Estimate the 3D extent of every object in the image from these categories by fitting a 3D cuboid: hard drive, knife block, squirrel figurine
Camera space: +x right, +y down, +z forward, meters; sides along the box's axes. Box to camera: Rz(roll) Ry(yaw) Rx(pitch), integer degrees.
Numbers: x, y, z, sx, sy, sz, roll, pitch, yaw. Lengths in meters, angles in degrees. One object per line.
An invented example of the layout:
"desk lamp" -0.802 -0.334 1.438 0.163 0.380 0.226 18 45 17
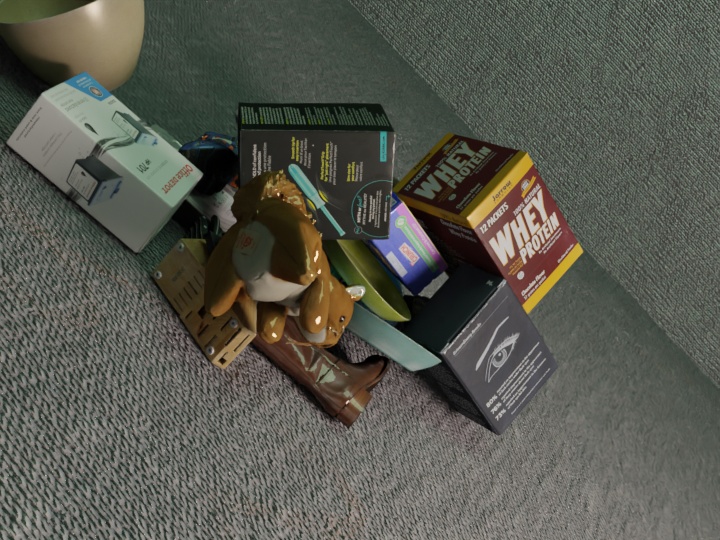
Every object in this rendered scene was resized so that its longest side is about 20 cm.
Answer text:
"hard drive" -0.237 -0.112 1.401 0.200 0.038 0.140 41 20 -7
"knife block" -0.163 0.019 1.247 0.201 0.064 0.175 52 21 19
"squirrel figurine" -0.074 -0.008 1.164 0.186 0.141 0.202 36 35 -49

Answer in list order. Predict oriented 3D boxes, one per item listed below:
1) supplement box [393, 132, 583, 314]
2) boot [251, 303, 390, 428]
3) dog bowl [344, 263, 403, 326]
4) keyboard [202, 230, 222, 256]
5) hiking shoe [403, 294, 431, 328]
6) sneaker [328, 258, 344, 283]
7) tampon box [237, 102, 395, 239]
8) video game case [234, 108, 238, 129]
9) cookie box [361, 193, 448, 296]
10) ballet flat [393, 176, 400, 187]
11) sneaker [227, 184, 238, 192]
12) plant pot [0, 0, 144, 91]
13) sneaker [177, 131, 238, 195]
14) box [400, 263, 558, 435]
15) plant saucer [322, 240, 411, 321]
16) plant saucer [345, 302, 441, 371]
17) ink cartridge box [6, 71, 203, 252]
"supplement box" 0.186 -0.074 1.500 0.197 0.133 0.201 26 -22 55
"boot" -0.061 0.095 1.314 0.199 0.064 0.186 40 18 0
"dog bowl" 0.019 0.026 1.608 0.111 0.050 0.201 37 22 -21
"keyboard" -0.117 0.000 1.258 0.199 0.021 0.128 32 25 -43
"hiking shoe" 0.091 0.094 1.596 0.075 0.102 0.200 15 -4 2
"sneaker" -0.077 -0.002 1.469 0.087 0.075 0.200 37 8 9
"tampon box" -0.063 -0.133 1.335 0.197 0.152 0.127 0 25 -8
"video game case" -0.126 -0.163 1.603 0.182 0.023 0.200 47 -8 3
"cookie box" 0.024 -0.078 1.537 0.200 0.075 0.171 47 -3 45
"ballet flat" 0.044 -0.141 1.620 0.200 0.046 0.067 45 -6 34
"sneaker" -0.137 -0.124 1.565 0.200 0.078 0.099 43 17 -7
"plant pot" -0.373 -0.313 1.358 0.201 0.198 0.136 -104 179 -55
"sneaker" -0.208 -0.155 1.407 0.078 0.076 0.200 34 12 13
"box" 0.177 0.115 1.484 0.104 0.148 0.201 23 -26 54
"plant saucer" 0.000 0.000 1.457 0.200 0.031 0.200 51 9 -11
"plant saucer" 0.017 0.082 1.361 0.199 0.036 0.200 32 -3 2
"ink cartridge box" -0.307 -0.135 1.241 0.199 0.086 0.147 40 20 -9
